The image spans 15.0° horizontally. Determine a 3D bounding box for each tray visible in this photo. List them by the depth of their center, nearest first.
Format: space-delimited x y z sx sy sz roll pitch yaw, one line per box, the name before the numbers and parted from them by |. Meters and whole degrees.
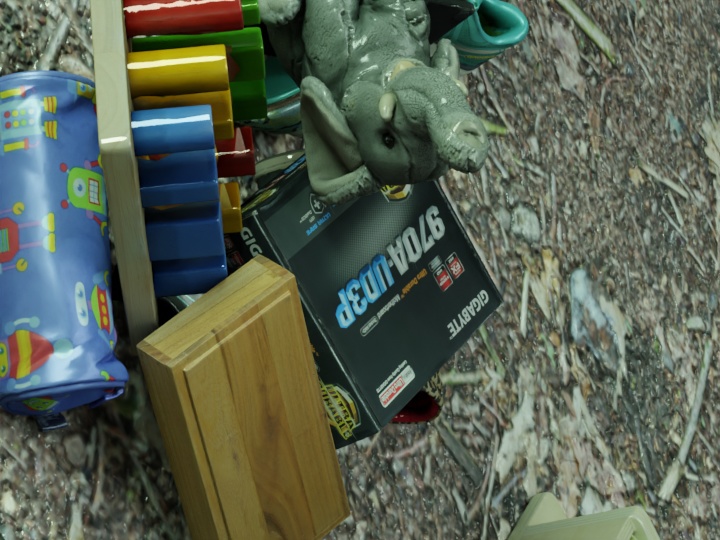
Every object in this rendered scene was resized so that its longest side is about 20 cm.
tray | -0.067 0.098 1.638 0.099 0.037 0.201 -37 136 -27

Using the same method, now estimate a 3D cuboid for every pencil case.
pencil case | -0.177 -0.013 1.572 0.087 0.078 0.201 7 71 -46

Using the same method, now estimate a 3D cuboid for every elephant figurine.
elephant figurine | 0.015 -0.102 1.658 0.155 0.141 0.201 24 40 -59

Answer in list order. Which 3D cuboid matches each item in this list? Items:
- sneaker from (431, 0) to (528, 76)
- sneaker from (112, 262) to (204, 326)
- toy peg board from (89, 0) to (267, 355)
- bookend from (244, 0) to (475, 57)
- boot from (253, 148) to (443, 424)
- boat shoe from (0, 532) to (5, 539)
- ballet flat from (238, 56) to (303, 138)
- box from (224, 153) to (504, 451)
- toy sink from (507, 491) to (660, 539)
sneaker | 0.052 -0.210 2.031 0.200 0.079 0.078 27 53 -50
sneaker | -0.090 0.056 1.709 0.200 0.075 0.079 55 48 -18
toy peg board | -0.100 -0.091 1.592 0.200 0.097 0.200 87 -4 -54
bookend | -0.047 -0.246 1.805 0.199 0.092 0.200 8 58 -46
boot | -0.002 0.011 1.855 0.200 0.073 0.151 35 46 -56
boat shoe | -0.200 0.177 1.464 0.072 0.066 0.202 -19 94 -59
ballet flat | -0.029 -0.130 1.882 0.074 0.074 0.200 63 36 -19
box | 0.000 0.000 1.745 0.159 0.046 0.200 61 35 -9
toy sink | 0.170 0.255 1.988 0.131 0.112 0.200 64 32 -18
